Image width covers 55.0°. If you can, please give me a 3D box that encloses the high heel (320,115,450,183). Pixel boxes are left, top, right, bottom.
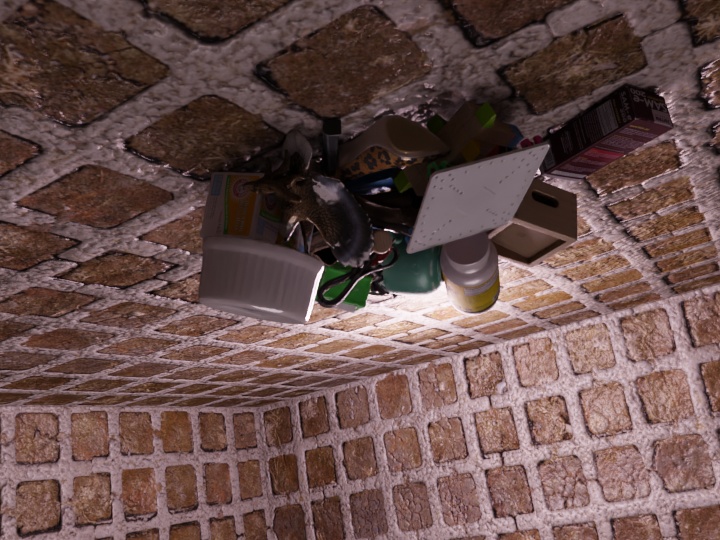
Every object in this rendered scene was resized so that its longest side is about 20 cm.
[{"bbox_3d":[0.035,-0.171,1.069,0.195,0.073,0.143,7,156,0],"label":"high heel"}]

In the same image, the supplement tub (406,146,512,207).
[{"bbox_3d":[0.179,-0.141,1.205,0.196,0.110,0.107,-18,162,22],"label":"supplement tub"}]

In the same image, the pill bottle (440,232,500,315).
[{"bbox_3d":[0.213,-0.003,1.344,0.110,0.115,0.201,-12,150,7],"label":"pill bottle"}]

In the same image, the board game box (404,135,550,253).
[{"bbox_3d":[0.171,-0.114,1.059,0.196,0.026,0.201,-17,152,-17],"label":"board game box"}]

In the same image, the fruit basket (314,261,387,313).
[{"bbox_3d":[-0.063,0.031,1.432,0.182,0.096,0.199,15,173,-23],"label":"fruit basket"}]

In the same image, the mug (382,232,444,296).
[{"bbox_3d":[0.115,-0.024,1.408,0.112,0.156,0.184,5,-177,19],"label":"mug"}]

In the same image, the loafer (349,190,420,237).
[{"bbox_3d":[0.047,-0.101,1.138,0.197,0.073,0.073,15,-177,-32],"label":"loafer"}]

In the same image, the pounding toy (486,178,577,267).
[{"bbox_3d":[0.335,-0.105,1.396,0.196,0.145,0.184,16,155,-18],"label":"pounding toy"}]

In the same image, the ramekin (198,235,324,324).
[{"bbox_3d":[-0.159,0.020,1.087,0.195,0.100,0.201,10,171,2],"label":"ramekin"}]

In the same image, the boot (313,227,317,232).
[{"bbox_3d":[-0.077,-0.064,1.402,0.195,0.071,0.174,-4,168,-7],"label":"boot"}]

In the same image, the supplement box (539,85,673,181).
[{"bbox_3d":[0.400,-0.222,1.155,0.107,0.062,0.199,1,161,-35],"label":"supplement box"}]

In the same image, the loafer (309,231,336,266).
[{"bbox_3d":[-0.059,-0.039,1.247,0.070,0.064,0.200,2,160,-24],"label":"loafer"}]

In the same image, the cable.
[{"bbox_3d":[0.000,0.000,1.294,0.096,0.202,0.050,34,164,2],"label":"cable"}]

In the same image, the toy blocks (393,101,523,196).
[{"bbox_3d":[0.164,-0.182,1.089,0.135,0.101,0.200,-2,146,-48],"label":"toy blocks"}]

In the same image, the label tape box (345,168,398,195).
[{"bbox_3d":[0.003,-0.131,1.210,0.141,0.065,0.200,-13,160,9],"label":"label tape box"}]

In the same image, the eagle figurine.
[{"bbox_3d":[-0.082,-0.093,1.057,0.150,0.154,0.199,-35,144,21],"label":"eagle figurine"}]

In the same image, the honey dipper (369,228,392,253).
[{"bbox_3d":[0.013,-0.053,1.173,0.037,0.039,0.200,-7,-174,-10],"label":"honey dipper"}]

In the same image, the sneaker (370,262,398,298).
[{"bbox_3d":[0.036,-0.001,1.485,0.077,0.141,0.200,-33,167,3],"label":"sneaker"}]

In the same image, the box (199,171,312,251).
[{"bbox_3d":[-0.165,-0.079,1.157,0.099,0.115,0.200,5,170,23],"label":"box"}]
